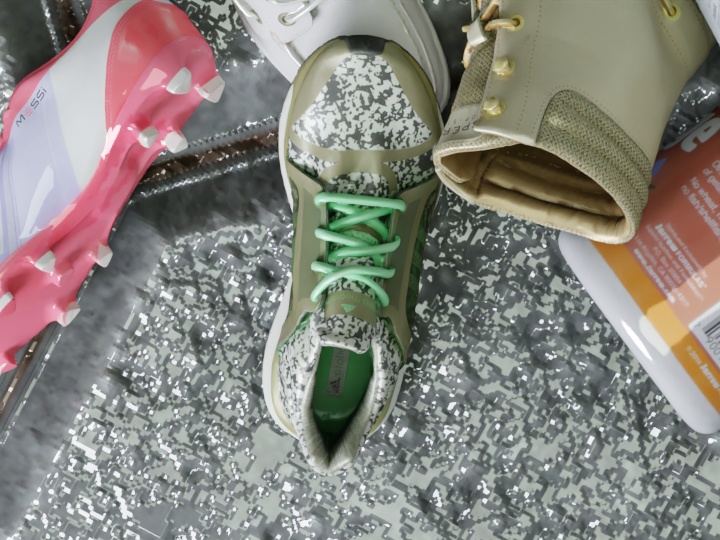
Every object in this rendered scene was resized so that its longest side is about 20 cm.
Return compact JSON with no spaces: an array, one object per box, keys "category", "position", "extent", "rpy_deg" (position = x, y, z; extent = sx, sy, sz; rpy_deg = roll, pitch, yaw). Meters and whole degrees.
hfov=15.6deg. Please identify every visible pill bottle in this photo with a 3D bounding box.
[{"category":"pill bottle","position":[0.193,-0.031,1.122],"extent":[0.199,0.112,0.112],"rpy_deg":[-37,98,4]}]

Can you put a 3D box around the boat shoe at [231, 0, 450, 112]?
[{"category":"boat shoe","position":[-0.032,-0.135,1.122],"extent":[0.071,0.069,0.200],"rpy_deg":[-38,102,3]}]

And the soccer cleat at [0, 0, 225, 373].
[{"category":"soccer cleat","position":[-0.140,-0.038,1.151],"extent":[0.076,0.067,0.200],"rpy_deg":[44,104,24]}]

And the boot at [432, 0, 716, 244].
[{"category":"boot","position":[0.054,-0.115,1.093],"extent":[0.199,0.073,0.156],"rpy_deg":[31,62,-10]}]

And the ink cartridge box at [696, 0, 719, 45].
[{"category":"ink cartridge box","position":[0.229,-0.097,0.998],"extent":[0.144,0.145,0.201],"rpy_deg":[-24,68,-5]}]

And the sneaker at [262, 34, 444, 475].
[{"category":"sneaker","position":[0.000,0.000,1.122],"extent":[0.076,0.089,0.202],"rpy_deg":[1,114,-5]}]
